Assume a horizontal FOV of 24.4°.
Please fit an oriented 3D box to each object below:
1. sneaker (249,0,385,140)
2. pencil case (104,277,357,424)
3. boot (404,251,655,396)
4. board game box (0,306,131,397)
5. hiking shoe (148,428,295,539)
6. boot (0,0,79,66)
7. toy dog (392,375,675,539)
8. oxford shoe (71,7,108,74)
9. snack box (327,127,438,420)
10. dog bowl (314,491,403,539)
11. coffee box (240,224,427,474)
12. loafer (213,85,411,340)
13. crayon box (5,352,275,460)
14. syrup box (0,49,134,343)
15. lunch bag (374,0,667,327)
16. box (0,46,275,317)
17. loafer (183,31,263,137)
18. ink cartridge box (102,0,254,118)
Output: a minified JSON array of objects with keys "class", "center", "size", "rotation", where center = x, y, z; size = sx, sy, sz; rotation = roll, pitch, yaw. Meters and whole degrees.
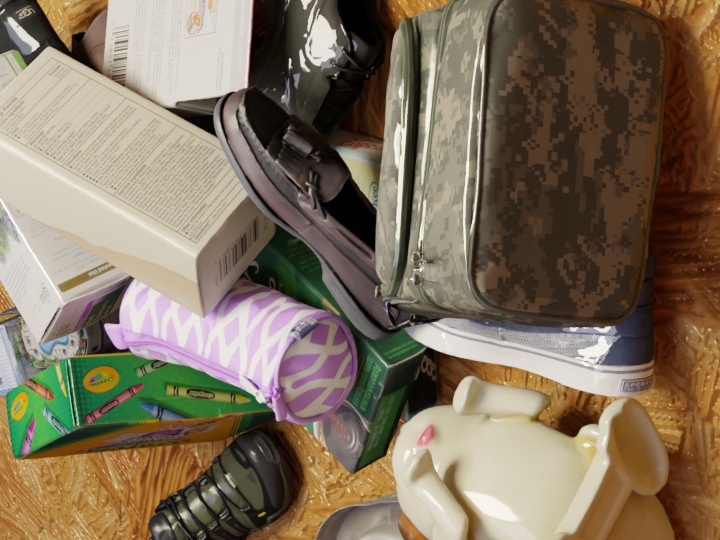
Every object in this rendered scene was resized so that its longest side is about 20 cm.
[{"class":"sneaker","center":[-0.030,-0.137,1.142],"size":[0.090,0.076,0.202],"rotation":[20,110,32]},{"class":"pencil case","center":[-0.090,0.051,1.187],"size":[0.199,0.085,0.084],"rotation":[18,143,46]},{"class":"boot","center":[0.112,0.015,1.098],"size":[0.199,0.072,0.091],"rotation":[13,106,41]},{"class":"board game box","center":[-0.237,0.051,1.393],"size":[0.199,0.199,0.062],"rotation":[-6,104,50]},{"class":"hiking shoe","center":[-0.127,0.209,1.429],"size":[0.076,0.100,0.200],"rotation":[51,139,15]},{"class":"boot","center":[-0.243,-0.109,1.346],"size":[0.201,0.065,0.165],"rotation":[51,152,12]},{"class":"toy dog","center":[0.107,0.147,1.126],"size":[0.199,0.193,0.141],"rotation":[15,76,44]},{"class":"oxford shoe","center":[-0.178,-0.179,1.311],"size":[0.199,0.071,0.073],"rotation":[-14,95,51]},{"class":"snack box","center":[0.000,0.000,1.227],"size":[0.116,0.037,0.202],"rotation":[19,122,42]},{"class":"dog bowl","center":[0.050,0.262,1.291],"size":[0.199,0.058,0.202],"rotation":[26,128,38]},{"class":"coffee box","center":[-0.043,0.041,1.232],"size":[0.200,0.044,0.124],"rotation":[45,138,26]},{"class":"loafer","center":[-0.015,-0.044,1.097],"size":[0.063,0.072,0.201],"rotation":[-23,113,36]},{"class":"crayon box","center":[-0.169,0.105,1.341],"size":[0.118,0.198,0.059],"rotation":[-27,70,51]},{"class":"syrup box","center":[-0.250,-0.055,1.259],"size":[0.201,0.081,0.079],"rotation":[56,147,10]},{"class":"lunch bag","center":[0.079,-0.062,1.002],"size":[0.167,0.138,0.202],"rotation":[5,91,63]},{"class":"box","center":[-0.165,-0.064,1.163],"size":[0.199,0.095,0.078],"rotation":[30,150,18]},{"class":"loafer","center":[-0.114,-0.097,1.278],"size":[0.068,0.070,0.201],"rotation":[48,138,19]},{"class":"ink cartridge box","center":[-0.113,-0.212,1.176],"size":[0.175,0.044,0.202],"rotation":[0,84,47]}]
